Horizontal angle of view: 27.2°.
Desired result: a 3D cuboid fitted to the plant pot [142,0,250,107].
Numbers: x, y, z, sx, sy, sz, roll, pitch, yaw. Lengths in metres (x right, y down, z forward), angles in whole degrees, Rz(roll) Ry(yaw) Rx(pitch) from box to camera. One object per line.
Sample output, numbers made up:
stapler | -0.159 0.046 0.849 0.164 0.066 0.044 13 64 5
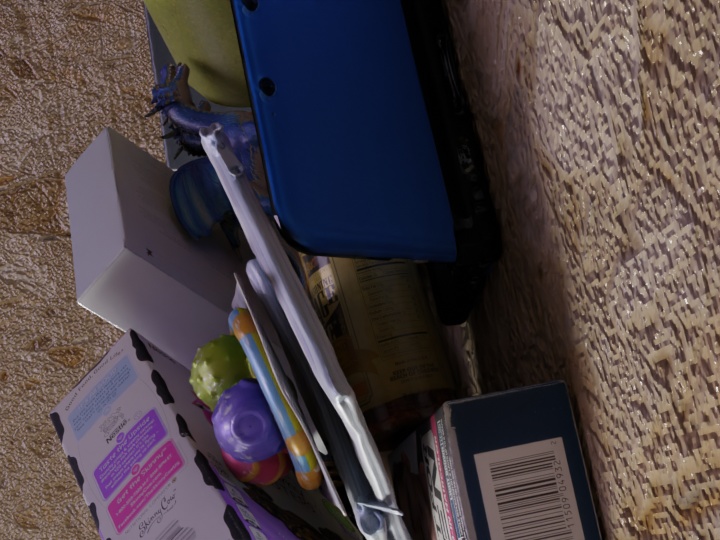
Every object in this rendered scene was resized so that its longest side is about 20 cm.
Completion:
plant pot | -0.076 -0.215 0.952 0.201 0.199 0.185 -109 2 -50

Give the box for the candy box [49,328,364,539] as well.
candy box | -0.063 0.144 0.798 0.168 0.072 0.200 41 -174 -38

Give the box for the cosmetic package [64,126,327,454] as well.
cosmetic package | -0.091 0.012 0.942 0.199 0.052 0.151 35 -164 -30

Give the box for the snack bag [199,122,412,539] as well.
snack bag | -0.022 0.053 0.721 0.201 0.021 0.189 72 173 -50

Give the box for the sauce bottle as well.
sauce bottle | 0.000 0.000 0.845 0.066 0.065 0.202 103 151 -69

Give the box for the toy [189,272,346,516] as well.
toy | -0.053 0.069 0.738 0.116 0.047 0.200 64 176 2

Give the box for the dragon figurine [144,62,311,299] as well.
dragon figurine | -0.076 -0.045 0.915 0.059 0.099 0.202 27 -135 -56

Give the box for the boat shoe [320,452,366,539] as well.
boat shoe | -0.012 0.148 0.948 0.091 0.070 0.202 122 150 -57

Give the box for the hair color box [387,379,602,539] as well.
hair color box | 0.061 0.123 0.733 0.200 0.060 0.101 111 148 -75

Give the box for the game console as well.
game console | -0.007 -0.080 0.778 0.171 0.117 0.202 104 156 -69

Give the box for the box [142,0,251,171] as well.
box | -0.112 -0.192 1.273 0.200 0.116 0.199 -94 -4 -84

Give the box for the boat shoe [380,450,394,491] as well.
boat shoe | 0.042 0.139 0.877 0.072 0.064 0.202 27 -120 -54
